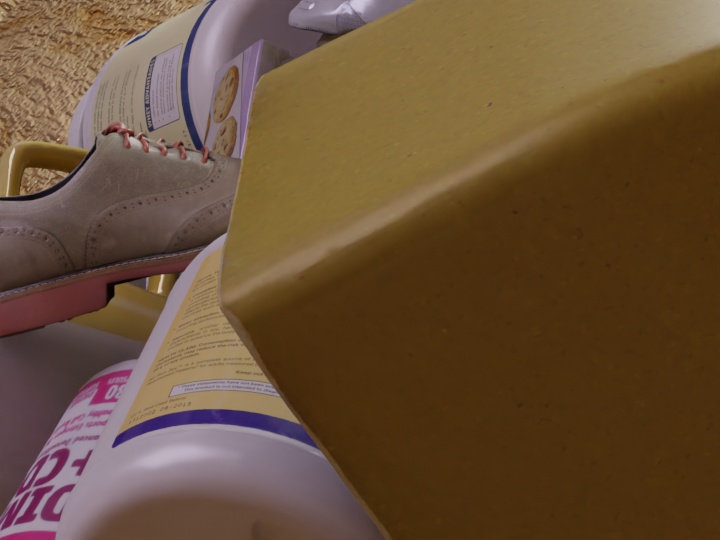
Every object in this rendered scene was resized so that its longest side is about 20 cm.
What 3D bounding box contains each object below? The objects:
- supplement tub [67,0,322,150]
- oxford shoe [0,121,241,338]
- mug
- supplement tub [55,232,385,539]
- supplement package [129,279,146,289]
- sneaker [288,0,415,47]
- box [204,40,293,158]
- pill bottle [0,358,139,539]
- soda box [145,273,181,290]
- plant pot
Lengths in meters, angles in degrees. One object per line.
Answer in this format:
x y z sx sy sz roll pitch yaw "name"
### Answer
-0.074 -0.085 1.371 0.200 0.145 0.145 -16 33 56 "supplement tub"
-0.085 -0.034 1.041 0.199 0.075 0.070 -20 5 -9 "oxford shoe"
-0.137 0.047 1.135 0.149 0.152 0.187 -132 57 -67 "mug"
-0.023 0.068 0.909 0.145 0.145 0.200 -33 21 33 "supplement tub"
-0.170 0.061 1.297 0.121 0.120 0.200 -21 28 53 "supplement package"
0.010 -0.160 1.157 0.115 0.075 0.200 -46 38 6 "sneaker"
-0.056 -0.020 1.125 0.041 0.039 0.201 -32 40 43 "box"
-0.108 0.141 0.986 0.113 0.113 0.200 -30 23 39 "pill bottle"
-0.023 -0.048 1.228 0.200 0.064 0.068 -43 18 11 "soda box"
0.095 -0.004 0.758 0.199 0.196 0.194 -30 21 14 "plant pot"
